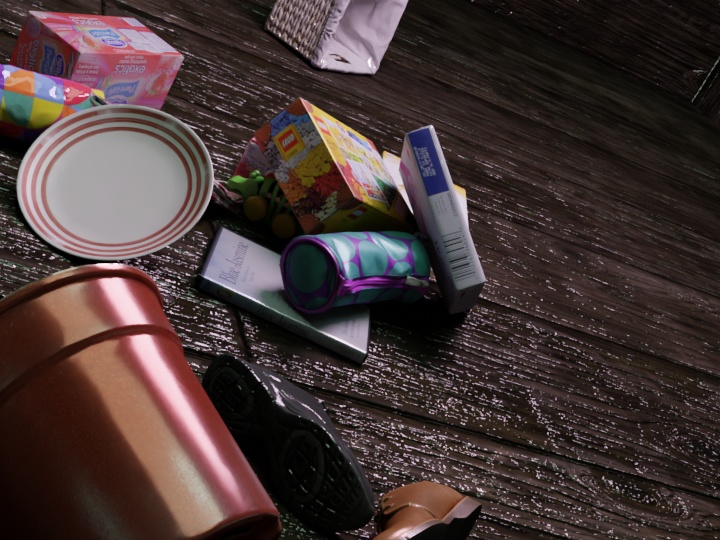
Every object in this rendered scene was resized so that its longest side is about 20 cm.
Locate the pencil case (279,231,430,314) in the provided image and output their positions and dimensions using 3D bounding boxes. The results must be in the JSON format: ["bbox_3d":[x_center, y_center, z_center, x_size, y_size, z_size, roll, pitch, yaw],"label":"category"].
[{"bbox_3d":[0.000,0.000,1.351,0.092,0.086,0.200,26,18,31],"label":"pencil case"}]

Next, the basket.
[{"bbox_3d":[-0.039,-0.489,2.249,0.161,0.201,0.198,38,23,26],"label":"basket"}]

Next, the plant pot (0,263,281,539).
[{"bbox_3d":[-0.165,0.135,0.799,0.195,0.201,0.200,49,29,24],"label":"plant pot"}]

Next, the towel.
[{"bbox_3d":[-0.218,-0.134,1.400,0.144,0.023,0.200,36,-2,15],"label":"towel"}]

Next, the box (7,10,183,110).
[{"bbox_3d":[-0.334,-0.259,1.541,0.102,0.095,0.200,37,24,19],"label":"box"}]

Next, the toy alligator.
[{"bbox_3d":[-0.121,-0.095,1.497,0.199,0.054,0.059,32,22,7],"label":"toy alligator"}]

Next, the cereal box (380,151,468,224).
[{"bbox_3d":[0.086,-0.098,1.768,0.143,0.040,0.200,25,23,-9],"label":"cereal box"}]

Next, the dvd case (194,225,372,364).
[{"bbox_3d":[-0.079,0.024,1.340,0.199,0.018,0.143,25,23,-8],"label":"dvd case"}]

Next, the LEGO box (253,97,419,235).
[{"bbox_3d":[-0.024,-0.105,1.484,0.149,0.077,0.200,62,17,21],"label":"LEGO box"}]

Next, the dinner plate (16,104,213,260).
[{"bbox_3d":[-0.251,-0.089,1.253,0.199,0.024,0.201,1,58,-2],"label":"dinner plate"}]

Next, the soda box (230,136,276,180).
[{"bbox_3d":[-0.102,-0.150,1.615,0.063,0.070,0.200,31,22,4],"label":"soda box"}]

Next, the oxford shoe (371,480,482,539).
[{"bbox_3d":[0.035,0.217,1.007,0.071,0.072,0.200,30,11,18],"label":"oxford shoe"}]

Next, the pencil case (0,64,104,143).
[{"bbox_3d":[-0.380,-0.181,1.344,0.199,0.089,0.088,14,26,-36],"label":"pencil case"}]

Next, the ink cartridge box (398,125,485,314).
[{"bbox_3d":[0.094,-0.051,1.475,0.200,0.043,0.197,97,-25,-77],"label":"ink cartridge box"}]

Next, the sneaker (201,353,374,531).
[{"bbox_3d":[-0.049,0.143,1.057,0.200,0.076,0.091,46,18,28],"label":"sneaker"}]
